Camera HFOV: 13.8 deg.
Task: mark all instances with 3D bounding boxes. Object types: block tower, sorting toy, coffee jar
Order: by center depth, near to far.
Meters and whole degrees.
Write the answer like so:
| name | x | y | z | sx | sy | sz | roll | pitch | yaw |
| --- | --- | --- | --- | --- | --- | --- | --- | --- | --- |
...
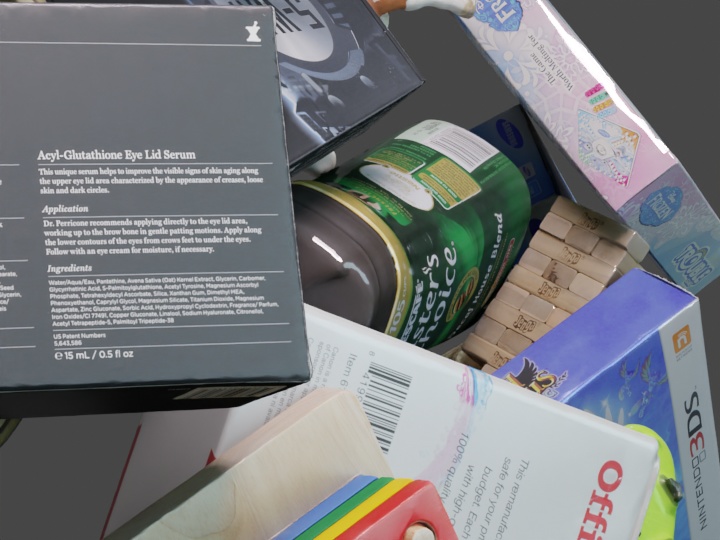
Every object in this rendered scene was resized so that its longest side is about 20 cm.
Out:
| name | x | y | z | sx | sy | sz | roll | pitch | yaw |
| --- | --- | --- | --- | --- | --- | --- | --- | --- | --- |
| sorting toy | -0.025 | 0.179 | 1.115 | 0.199 | 0.069 | 0.201 | -34 | 110 | -31 |
| coffee jar | 0.000 | 0.000 | 1.365 | 0.200 | 0.085 | 0.105 | -28 | 147 | -60 |
| block tower | 0.072 | 0.067 | 1.422 | 0.200 | 0.054 | 0.058 | -57 | 140 | -7 |

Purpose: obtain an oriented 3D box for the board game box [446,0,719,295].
| name | x | y | z | sx | sy | sz | roll | pitch | yaw |
| --- | --- | --- | --- | --- | --- | --- | --- | --- | --- |
| board game box | 0.104 | -0.090 | 1.508 | 0.199 | 0.043 | 0.200 | 52 | 4 | 21 |

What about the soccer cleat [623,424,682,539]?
| name | x | y | z | sx | sy | sz | roll | pitch | yaw |
| --- | --- | --- | --- | --- | --- | --- | --- | --- | --- |
| soccer cleat | 0.085 | 0.160 | 1.330 | 0.067 | 0.081 | 0.201 | 33 | 65 | -28 |

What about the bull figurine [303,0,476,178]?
| name | x | y | z | sx | sy | sz | roll | pitch | yaw |
| --- | --- | --- | --- | --- | --- | --- | --- | --- | --- |
| bull figurine | -0.021 | -0.148 | 1.395 | 0.121 | 0.065 | 0.201 | -17 | 89 | -34 |

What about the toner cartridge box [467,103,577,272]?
| name | x | y | z | sx | sy | sz | roll | pitch | yaw |
| --- | --- | --- | --- | --- | --- | --- | --- | --- | --- |
| toner cartridge box | 0.120 | 0.014 | 1.614 | 0.200 | 0.043 | 0.095 | 58 | 8 | -34 |

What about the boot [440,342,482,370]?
| name | x | y | z | sx | sy | sz | roll | pitch | yaw |
| --- | --- | --- | --- | --- | --- | --- | --- | --- | --- |
| boot | 0.097 | 0.102 | 1.548 | 0.200 | 0.072 | 0.155 | -30 | 104 | -61 |

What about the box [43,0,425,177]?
| name | x | y | z | sx | sy | sz | roll | pitch | yaw |
| --- | --- | --- | --- | --- | --- | --- | --- | --- | --- |
| box | -0.076 | -0.105 | 1.255 | 0.160 | 0.043 | 0.200 | 54 | 34 | 2 |

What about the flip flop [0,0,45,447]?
| name | x | y | z | sx | sy | sz | roll | pitch | yaw |
| --- | --- | --- | --- | --- | --- | --- | --- | --- | --- |
| flip flop | -0.155 | -0.025 | 1.128 | 0.057 | 0.081 | 0.201 | 25 | 63 | -44 |

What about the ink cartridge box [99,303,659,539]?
| name | x | y | z | sx | sy | sz | roll | pitch | yaw |
| --- | --- | --- | --- | --- | --- | --- | --- | --- | --- |
| ink cartridge box | 0.006 | 0.105 | 1.229 | 0.199 | 0.083 | 0.146 | 22 | 84 | -28 |

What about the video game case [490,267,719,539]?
| name | x | y | z | sx | sy | sz | roll | pitch | yaw |
| --- | --- | --- | --- | --- | --- | --- | --- | --- | --- |
| video game case | 0.088 | 0.125 | 1.393 | 0.200 | 0.045 | 0.182 | -35 | 131 | -28 |

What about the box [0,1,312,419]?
| name | x | y | z | sx | sy | sz | roll | pitch | yaw |
| --- | --- | --- | --- | --- | --- | --- | --- | --- | --- |
| box | -0.128 | -0.020 | 1.059 | 0.199 | 0.079 | 0.142 | -1 | 81 | -25 |
